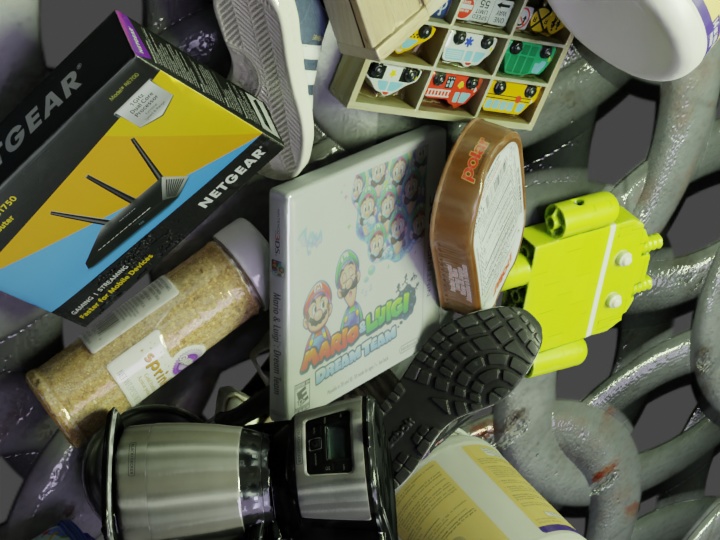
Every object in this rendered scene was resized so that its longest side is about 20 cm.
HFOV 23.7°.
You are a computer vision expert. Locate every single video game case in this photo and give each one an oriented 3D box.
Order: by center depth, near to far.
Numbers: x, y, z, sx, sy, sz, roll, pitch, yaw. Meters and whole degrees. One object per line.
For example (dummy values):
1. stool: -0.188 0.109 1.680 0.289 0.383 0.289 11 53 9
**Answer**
1. video game case: 0.000 0.000 1.300 0.199 0.024 0.184 -26 125 -48

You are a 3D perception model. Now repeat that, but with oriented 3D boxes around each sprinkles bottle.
1. sprinkles bottle: -0.146 0.044 1.251 0.199 0.068 0.068 -36 138 -11

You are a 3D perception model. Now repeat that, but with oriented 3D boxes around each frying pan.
1. frying pan: -0.138 0.124 1.317 0.114 0.031 0.191 31 101 -13

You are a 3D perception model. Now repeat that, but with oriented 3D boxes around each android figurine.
1. android figurine: 0.186 0.011 1.525 0.199 0.041 0.183 -12 128 -31

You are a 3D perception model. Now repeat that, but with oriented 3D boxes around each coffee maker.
1. coffee maker: -0.074 0.167 1.241 0.198 0.136 0.192 -4 168 3

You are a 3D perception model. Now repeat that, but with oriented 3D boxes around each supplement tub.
1. supplement tub: 0.242 -0.257 1.268 0.200 0.145 0.146 -49 140 -14
2. supplement tub: 0.096 0.236 1.491 0.144 0.200 0.146 -21 133 -25

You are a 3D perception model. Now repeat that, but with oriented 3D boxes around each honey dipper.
1. honey dipper: -0.046 0.154 1.448 0.199 0.038 0.038 -38 138 -5

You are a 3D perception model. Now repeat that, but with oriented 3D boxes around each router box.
1. router box: -0.171 -0.061 1.124 0.200 0.051 0.149 -41 141 18

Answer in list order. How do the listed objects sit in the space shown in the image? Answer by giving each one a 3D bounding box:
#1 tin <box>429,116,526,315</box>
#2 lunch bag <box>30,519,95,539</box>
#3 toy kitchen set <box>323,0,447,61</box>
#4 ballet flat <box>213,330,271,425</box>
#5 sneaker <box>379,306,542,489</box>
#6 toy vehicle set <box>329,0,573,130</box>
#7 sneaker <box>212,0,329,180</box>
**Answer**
1. tin: 0.095 -0.037 1.357 0.112 0.042 0.200 -60 159 -22
2. lunch bag: -0.211 0.301 1.330 0.082 0.161 0.201 -27 138 -23
3. toy kitchen set: 0.085 -0.249 1.105 0.200 0.180 0.164 -44 132 -28
4. ballet flat: -0.074 0.096 1.359 0.200 0.071 0.071 -50 139 1
5. sneaker: 0.069 0.096 1.410 0.200 0.076 0.088 -42 174 16
6. toy vehicle set: 0.079 -0.175 1.299 0.199 0.027 0.125 2 119 -41
7. sneaker: -0.052 -0.149 1.183 0.201 0.074 0.085 94 21 -52
